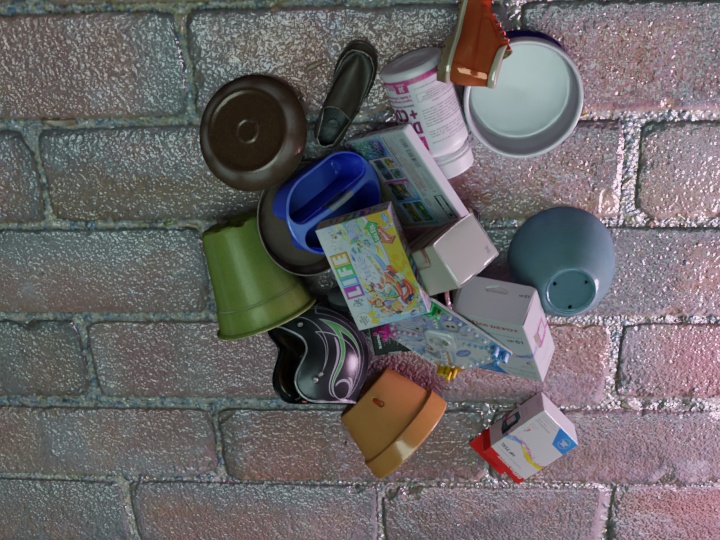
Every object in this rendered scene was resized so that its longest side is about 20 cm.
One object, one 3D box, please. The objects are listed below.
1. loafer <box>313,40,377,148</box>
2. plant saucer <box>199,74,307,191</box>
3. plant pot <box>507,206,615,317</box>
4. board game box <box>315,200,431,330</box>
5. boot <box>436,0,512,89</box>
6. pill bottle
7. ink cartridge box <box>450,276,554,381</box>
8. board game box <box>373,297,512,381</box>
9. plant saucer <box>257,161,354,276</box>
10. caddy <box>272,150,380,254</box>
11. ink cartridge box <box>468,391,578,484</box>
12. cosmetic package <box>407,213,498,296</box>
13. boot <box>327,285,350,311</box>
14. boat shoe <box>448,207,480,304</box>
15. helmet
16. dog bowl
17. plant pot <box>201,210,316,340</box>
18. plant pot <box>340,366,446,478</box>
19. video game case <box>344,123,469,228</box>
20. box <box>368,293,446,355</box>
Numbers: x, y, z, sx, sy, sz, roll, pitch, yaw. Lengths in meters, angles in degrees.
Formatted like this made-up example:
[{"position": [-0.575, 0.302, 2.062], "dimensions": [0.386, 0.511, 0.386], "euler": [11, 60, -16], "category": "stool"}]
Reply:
[{"position": [-0.024, -0.291, 1.588], "dimensions": [0.072, 0.071, 0.202], "euler": [19, 117, -6], "category": "loafer"}, {"position": [-0.190, -0.238, 1.594], "dimensions": [0.197, 0.037, 0.204], "euler": [0, 90, 12], "category": "plant saucer"}, {"position": [0.371, 0.005, 1.680], "dimensions": [0.197, 0.135, 0.203], "euler": [2, 117, 3], "category": "plant pot"}, {"position": [0.023, -0.005, 1.559], "dimensions": [0.133, 0.034, 0.202], "euler": [-15, 114, 20], "category": "board game box"}, {"position": [0.198, -0.382, 1.476], "dimensions": [0.106, 0.075, 0.203], "euler": [15, 80, 13], "category": "boot"}, {"position": [0.118, -0.262, 1.569], "dimensions": [0.112, 0.114, 0.202], "euler": [-17, 115, 13], "category": "pill bottle"}, {"position": [0.263, 0.107, 1.702], "dimensions": [0.143, 0.085, 0.201], "euler": [10, 148, 29], "category": "ink cartridge box"}, {"position": [0.146, 0.133, 1.710], "dimensions": [0.199, 0.026, 0.199], "euler": [33, 150, -18], "category": "board game box"}, {"position": [-0.102, -0.092, 1.664], "dimensions": [0.198, 0.034, 0.204], "euler": [-1, 92, -32], "category": "plant saucer"}, {"position": [-0.055, -0.117, 1.611], "dimensions": [0.200, 0.105, 0.142], "euler": [-41, 110, -24], "category": "caddy"}, {"position": [0.331, 0.355, 1.905], "dimensions": [0.199, 0.068, 0.116], "euler": [-40, 109, 22], "category": "ink cartridge box"}, {"position": [0.134, -0.019, 1.596], "dimensions": [0.103, 0.199, 0.088], "euler": [-37, 97, -25], "category": "cosmetic package"}, {"position": [0.000, 0.000, 1.666], "dimensions": [0.198, 0.070, 0.133], "euler": [-6, 116, 43], "category": "boot"}, {"position": [0.204, -0.025, 1.716], "dimensions": [0.064, 0.072, 0.203], "euler": [3, 121, -4], "category": "boat shoe"}, {"position": [-0.080, 0.155, 1.760], "dimensions": [0.196, 0.200, 0.194], "euler": [1, 80, 4], "category": "helmet"}, {"position": [0.270, -0.297, 1.560], "dimensions": [0.197, 0.079, 0.203], "euler": [2, 118, 3], "category": "dog bowl"}, {"position": [-0.204, -0.002, 1.705], "dimensions": [0.197, 0.200, 0.193], "euler": [-17, 103, 13], "category": "plant pot"}, {"position": [0.055, 0.286, 1.830], "dimensions": [0.140, 0.200, 0.200], "euler": [44, 113, 0], "category": "plant pot"}, {"position": [0.079, -0.158, 1.612], "dimensions": [0.201, 0.024, 0.181], "euler": [53, 153, -21], "category": "video game case"}, {"position": [0.085, 0.060, 1.778], "dimensions": [0.157, 0.050, 0.203], "euler": [-9, 117, 6], "category": "box"}]
